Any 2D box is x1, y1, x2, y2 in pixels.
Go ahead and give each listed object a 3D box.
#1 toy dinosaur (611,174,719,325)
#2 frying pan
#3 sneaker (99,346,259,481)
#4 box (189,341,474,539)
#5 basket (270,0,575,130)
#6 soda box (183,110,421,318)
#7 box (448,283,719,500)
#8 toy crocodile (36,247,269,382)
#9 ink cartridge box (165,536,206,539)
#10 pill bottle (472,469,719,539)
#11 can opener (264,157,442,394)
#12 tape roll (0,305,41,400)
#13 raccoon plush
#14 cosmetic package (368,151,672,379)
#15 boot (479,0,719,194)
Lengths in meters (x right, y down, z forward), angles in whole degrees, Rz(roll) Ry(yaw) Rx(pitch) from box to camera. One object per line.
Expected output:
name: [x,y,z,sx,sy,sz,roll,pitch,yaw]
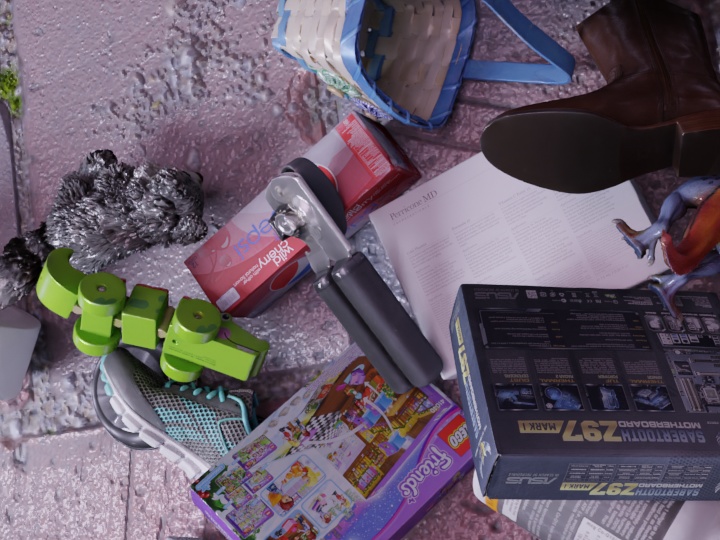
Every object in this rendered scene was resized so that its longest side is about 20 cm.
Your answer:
toy dinosaur: [0.277,-0.041,0.783,0.181,0.200,0.105,-33,97,3]
frying pan: [-0.174,0.129,1.018,0.190,0.031,0.115,39,102,23]
sneaker: [-0.130,0.125,0.962,0.200,0.078,0.091,43,94,-3]
box: [-0.014,0.156,0.887,0.200,0.039,0.137,-40,68,-23]
basket: [0.048,-0.186,0.883,0.200,0.176,0.139,5,77,37]
soda box: [-0.049,-0.043,0.958,0.200,0.070,0.063,-40,75,15]
box: [0.171,0.081,0.780,0.200,0.051,0.158,1,42,-8]
toy crocodile: [-0.172,0.039,0.932,0.200,0.062,0.068,17,134,-1]
ink cartridge box: [-0.117,0.328,0.905,0.200,0.043,0.197,-3,82,62]
pill bottle: [0.191,0.166,0.816,0.200,0.116,0.116,31,96,22]
can opener: [0.000,0.000,0.883,0.200,0.067,0.053,53,142,-8]
tape roll: [-0.396,0.053,1.021,0.202,0.202,0.071,18,92,22]
raccoon plush: [-0.216,-0.020,0.974,0.134,0.097,0.200,18,67,51]
cosmetic package: [0.126,-0.023,0.897,0.200,0.052,0.151,-28,77,17]
boot: [0.170,-0.141,0.815,0.186,0.064,0.200,2,42,-3]
